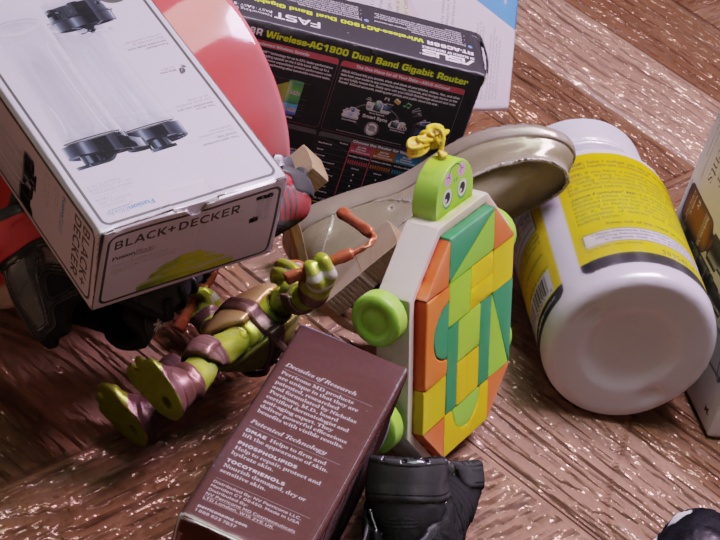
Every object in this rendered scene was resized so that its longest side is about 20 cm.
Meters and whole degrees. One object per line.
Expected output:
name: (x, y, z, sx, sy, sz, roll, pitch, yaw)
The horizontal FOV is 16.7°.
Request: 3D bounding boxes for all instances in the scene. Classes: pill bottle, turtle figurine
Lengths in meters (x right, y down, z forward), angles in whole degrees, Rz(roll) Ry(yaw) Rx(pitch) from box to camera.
pill bottle: (0.158, -0.008, 1.615, 0.114, 0.115, 0.200, 10, 34, -15)
turtle figurine: (-0.078, 0.039, 1.432, 0.161, 0.200, 0.065, -39, 106, -34)

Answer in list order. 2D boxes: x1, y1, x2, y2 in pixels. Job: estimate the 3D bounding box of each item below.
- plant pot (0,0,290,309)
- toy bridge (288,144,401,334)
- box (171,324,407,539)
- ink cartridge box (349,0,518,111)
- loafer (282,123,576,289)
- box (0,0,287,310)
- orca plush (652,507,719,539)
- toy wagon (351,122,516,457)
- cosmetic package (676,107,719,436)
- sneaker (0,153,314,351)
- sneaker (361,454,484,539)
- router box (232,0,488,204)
plant pot: (-0.171, -0.075, 1.483, 0.177, 0.201, 0.200, -27, 54, -35)
toy bridge: (0.000, 0.000, 1.514, 0.200, 0.067, 0.027, 41, 17, -37)
box: (-0.045, 0.126, 1.321, 0.075, 0.100, 0.200, 24, 32, 7)
ink cartridge box: (-0.004, -0.185, 1.745, 0.199, 0.129, 0.125, -2, 14, -30)
loafer: (0.050, -0.030, 1.579, 0.199, 0.076, 0.068, -23, 59, 7)
box: (-0.140, -0.080, 1.330, 0.116, 0.060, 0.200, -19, 54, -29)
orca plush: (0.183, 0.183, 1.383, 0.105, 0.071, 0.200, 31, 34, 17)
toy wagon: (0.048, 0.013, 1.447, 0.039, 0.201, 0.155, 14, 28, 26)
cosmetic package: (0.256, -0.014, 1.594, 0.051, 0.201, 0.151, 5, 34, -20)
sneaker: (-0.111, -0.008, 1.376, 0.200, 0.071, 0.098, -14, 78, -26)
sneaker: (0.030, 0.155, 1.351, 0.060, 0.105, 0.200, 0, -6, 11)
router box: (-0.032, -0.103, 1.620, 0.199, 0.150, 0.062, 13, 32, -11)
